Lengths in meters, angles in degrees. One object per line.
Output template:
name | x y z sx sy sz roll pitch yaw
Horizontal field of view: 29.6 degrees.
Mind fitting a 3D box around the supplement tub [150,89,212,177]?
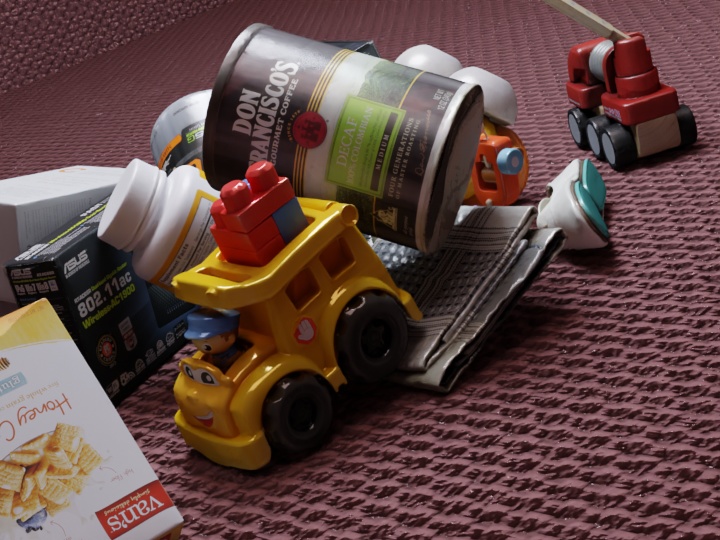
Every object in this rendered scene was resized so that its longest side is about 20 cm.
supplement tub | -0.133 -0.075 1.389 0.122 0.123 0.201 -19 57 -9

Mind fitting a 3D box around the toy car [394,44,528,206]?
toy car | 0.095 -0.126 1.431 0.149 0.176 0.200 18 11 -42

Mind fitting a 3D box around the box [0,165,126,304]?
box | -0.305 -0.040 1.354 0.124 0.098 0.199 7 16 33

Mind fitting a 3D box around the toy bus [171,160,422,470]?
toy bus | -0.076 0.023 1.050 0.200 0.193 0.135 -43 32 -27

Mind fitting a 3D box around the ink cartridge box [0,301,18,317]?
ink cartridge box | -0.403 0.056 1.417 0.145 0.085 0.200 -24 21 -22

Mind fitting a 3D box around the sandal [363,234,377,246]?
sandal | -0.001 0.001 1.297 0.079 0.058 0.202 -25 35 6

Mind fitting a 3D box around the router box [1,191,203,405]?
router box | -0.229 0.021 1.270 0.062 0.151 0.200 -6 22 28

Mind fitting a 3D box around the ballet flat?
ballet flat | 0.197 -0.053 1.284 0.069 0.070 0.200 -11 15 13

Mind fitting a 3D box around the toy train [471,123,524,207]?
toy train | 0.095 -0.070 1.269 0.055 0.151 0.199 -27 18 -33

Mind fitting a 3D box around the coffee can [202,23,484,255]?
coffee can | -0.012 -0.111 1.143 0.198 0.148 0.146 17 29 14

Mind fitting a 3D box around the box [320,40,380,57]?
box | -0.081 -0.194 1.647 0.199 0.087 0.163 -34 22 -18

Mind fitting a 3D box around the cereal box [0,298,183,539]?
cereal box | -0.232 0.131 0.937 0.143 0.200 0.040 -27 -22 -27

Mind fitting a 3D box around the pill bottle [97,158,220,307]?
pill bottle | -0.129 -0.022 1.221 0.109 0.199 0.110 -52 22 31

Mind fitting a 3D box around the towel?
towel | 0.054 0.014 1.152 0.199 0.035 0.193 8 48 48

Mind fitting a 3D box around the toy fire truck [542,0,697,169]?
toy fire truck | 0.263 -0.226 1.481 0.128 0.202 0.176 -17 19 -4
